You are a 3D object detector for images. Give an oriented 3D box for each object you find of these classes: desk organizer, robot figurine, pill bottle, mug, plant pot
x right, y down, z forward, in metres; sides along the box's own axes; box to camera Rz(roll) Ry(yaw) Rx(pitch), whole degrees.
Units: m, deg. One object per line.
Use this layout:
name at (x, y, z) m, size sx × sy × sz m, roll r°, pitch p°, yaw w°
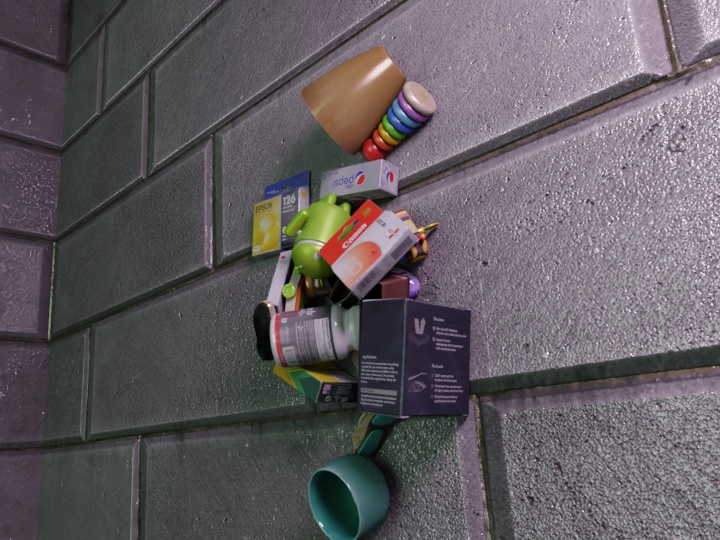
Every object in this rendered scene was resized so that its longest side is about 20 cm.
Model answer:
desk organizer at (0.045, 0.110, 1.234) m, size 0.071 × 0.076 × 0.204 m, roll 13°, pitch 108°, yaw 44°
robot figurine at (-0.085, -0.070, 1.395) m, size 0.115 × 0.174 × 0.203 m, roll -21°, pitch 44°, yaw 52°
pill bottle at (-0.084, 0.135, 1.317) m, size 0.196 × 0.116 × 0.118 m, roll -9°, pitch 72°, yaw 5°
mug at (-0.022, 0.461, 1.258) m, size 0.153 × 0.113 × 0.186 m, roll 51°, pitch 130°, yaw 23°
plant pot at (-0.001, -0.396, 1.387) m, size 0.199 × 0.186 × 0.188 m, roll -40°, pitch 56°, yaw 17°

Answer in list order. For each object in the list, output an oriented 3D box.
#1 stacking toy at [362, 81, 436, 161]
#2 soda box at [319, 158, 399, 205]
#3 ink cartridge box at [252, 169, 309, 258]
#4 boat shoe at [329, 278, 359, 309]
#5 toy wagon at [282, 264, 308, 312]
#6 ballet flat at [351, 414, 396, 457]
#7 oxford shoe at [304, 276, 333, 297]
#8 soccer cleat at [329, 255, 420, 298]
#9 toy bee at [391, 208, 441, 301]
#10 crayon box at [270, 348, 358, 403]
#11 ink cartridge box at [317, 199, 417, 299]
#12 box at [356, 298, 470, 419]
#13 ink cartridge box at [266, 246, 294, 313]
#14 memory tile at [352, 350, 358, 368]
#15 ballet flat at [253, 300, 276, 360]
stacking toy at (0.074, -0.308, 1.354) m, size 0.200 × 0.084 × 0.086 m, roll -45°, pitch 53°, yaw 36°
soda box at (-0.005, -0.197, 1.416) m, size 0.198 × 0.063 × 0.070 m, roll -4°, pitch 78°, yaw 44°
ink cartridge box at (-0.209, -0.147, 1.627) m, size 0.196 × 0.046 × 0.204 m, roll -12°, pitch 76°, yaw 44°
boat shoe at (0.000, 0.000, 1.371) m, size 0.202 × 0.067 × 0.072 m, roll -58°, pitch 46°, yaw 18°
toy wagon at (-0.151, 0.066, 1.463) m, size 0.039 × 0.155 × 0.204 m, roll 6°, pitch 85°, yaw 5°
ballet flat at (0.032, 0.298, 1.269) m, size 0.201 × 0.070 × 0.066 m, roll -57°, pitch 40°, yaw 28°
oxford shoe at (-0.087, -0.036, 1.480) m, size 0.071 × 0.071 × 0.204 m, roll -4°, pitch 75°, yaw 17°
soccer cleat at (0.027, 0.013, 1.295) m, size 0.197 × 0.076 × 0.068 m, roll 21°, pitch 96°, yaw 18°
toy bee at (0.110, -0.059, 1.244) m, size 0.200 × 0.130 × 0.109 m, roll 43°, pitch 158°, yaw 23°
crayon box at (-0.106, 0.233, 1.390) m, size 0.199 × 0.126 × 0.052 m, roll 24°, pitch 99°, yaw 46°
ink cartridge box at (0.001, -0.059, 1.228) m, size 0.162 × 0.050 × 0.200 m, roll -45°, pitch 44°, yaw 0°
box at (0.102, 0.162, 1.144) m, size 0.116 × 0.195 × 0.204 m, roll -5°, pitch 78°, yaw 45°
ink cartridge box at (-0.182, 0.031, 1.478) m, size 0.036 × 0.096 × 0.202 m, roll 7°, pitch 50°, yaw 8°
memory tile at (0.042, 0.171, 1.330) m, size 0.154 × 0.017 × 0.201 m, roll -52°, pitch 50°, yaw 25°
ballet flat at (-0.209, 0.133, 1.420) m, size 0.067 × 0.056 × 0.202 m, roll 46°, pitch 148°, yaw 28°
